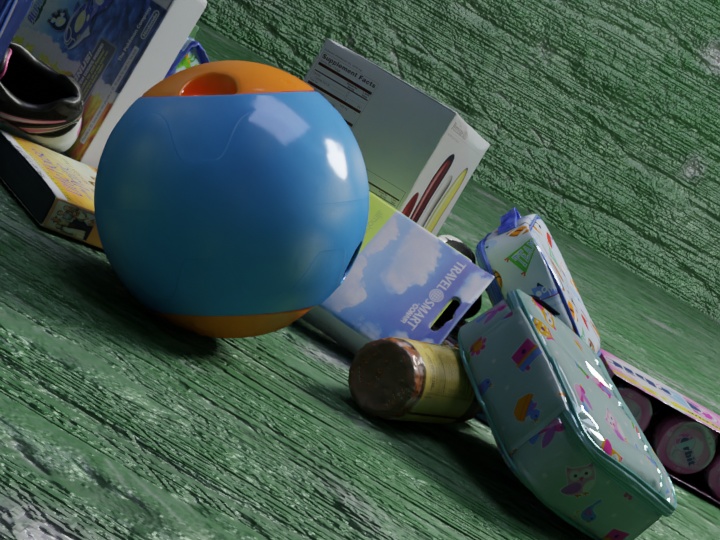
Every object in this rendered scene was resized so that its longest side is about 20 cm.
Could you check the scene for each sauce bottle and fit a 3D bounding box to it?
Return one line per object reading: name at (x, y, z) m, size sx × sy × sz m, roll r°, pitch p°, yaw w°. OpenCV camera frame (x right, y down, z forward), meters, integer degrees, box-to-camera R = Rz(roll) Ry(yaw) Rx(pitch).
sauce bottle at (0.062, 0.092, 1.359) m, size 0.066 × 0.066 × 0.200 m, roll 34°, pitch 9°, yaw 28°

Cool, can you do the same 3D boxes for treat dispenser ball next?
treat dispenser ball at (-0.093, -0.052, 1.230) m, size 0.200 × 0.202 × 0.201 m, roll 28°, pitch 10°, yaw -5°

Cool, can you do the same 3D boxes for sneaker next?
sneaker at (0.079, 0.015, 1.577) m, size 0.090 × 0.067 × 0.200 m, roll 35°, pitch 14°, yaw 17°
sneaker at (-0.316, -0.167, 1.387) m, size 0.199 × 0.081 × 0.086 m, roll 16°, pitch -23°, yaw -17°

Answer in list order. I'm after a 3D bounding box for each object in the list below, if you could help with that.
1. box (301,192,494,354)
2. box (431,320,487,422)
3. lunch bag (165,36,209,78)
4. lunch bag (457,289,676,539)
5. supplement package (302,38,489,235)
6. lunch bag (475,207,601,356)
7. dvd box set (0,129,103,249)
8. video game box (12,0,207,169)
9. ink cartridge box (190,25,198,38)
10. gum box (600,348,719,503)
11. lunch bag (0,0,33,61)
box at (0.000, 0.000, 1.458) m, size 0.200 × 0.122 × 0.048 m, roll 34°, pitch -26°, yaw 14°
box at (0.083, 0.076, 1.568) m, size 0.136 × 0.038 × 0.200 m, roll 30°, pitch 10°, yaw 5°
lunch bag at (-0.223, -0.158, 1.642) m, size 0.170 × 0.127 × 0.200 m, roll 35°, pitch -18°, yaw 28°
lunch bag at (0.164, 0.114, 1.327) m, size 0.160 × 0.077 × 0.200 m, roll 35°, pitch 23°, yaw -38°
supplement package at (0.001, -0.083, 1.611) m, size 0.147 × 0.201 × 0.191 m, roll 31°, pitch 4°, yaw 14°
lunch bag at (0.163, 0.023, 1.586) m, size 0.161 × 0.075 × 0.200 m, roll 64°, pitch 9°, yaw -2°
dvd box set at (-0.200, -0.046, 1.395) m, size 0.199 × 0.029 × 0.146 m, roll 23°, pitch 12°, yaw -38°
video game box at (-0.252, -0.196, 1.498) m, size 0.182 × 0.201 × 0.047 m, roll 35°, pitch 7°, yaw 36°
ink cartridge box at (-0.264, -0.234, 1.815) m, size 0.145 × 0.048 × 0.200 m, roll 29°, pitch -25°, yaw -7°
gum box at (0.318, 0.165, 1.715) m, size 0.199 × 0.066 × 0.114 m, roll 29°, pitch 9°, yaw -5°
lunch bag at (-0.339, -0.193, 1.277) m, size 0.135 × 0.201 × 0.132 m, roll 26°, pitch -8°, yaw -6°
